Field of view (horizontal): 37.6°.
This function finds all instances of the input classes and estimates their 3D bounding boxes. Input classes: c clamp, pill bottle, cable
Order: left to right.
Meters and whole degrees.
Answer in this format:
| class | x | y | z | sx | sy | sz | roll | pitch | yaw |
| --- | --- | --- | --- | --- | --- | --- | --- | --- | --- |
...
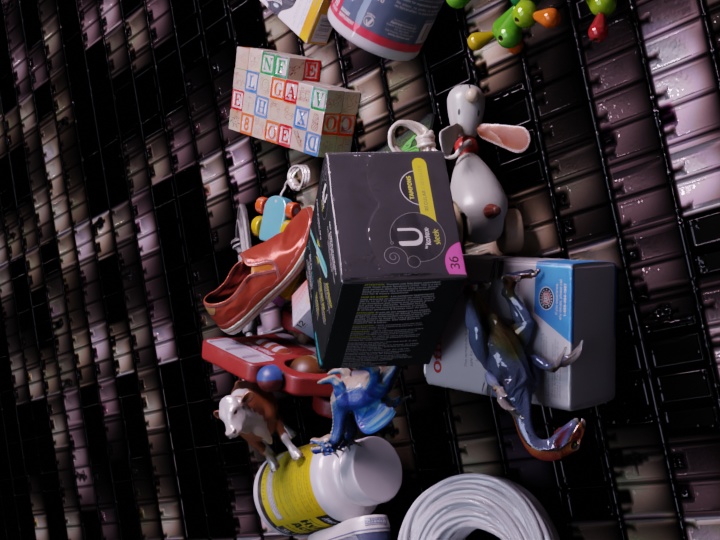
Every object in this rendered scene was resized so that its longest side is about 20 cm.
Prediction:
| class | x | y | z | sx | sy | sz | roll | pitch | yaw |
| --- | --- | --- | --- | --- | --- | --- | --- | --- | --- |
| c clamp | -0.163 | 0.014 | 1.495 | 0.171 | 0.027 | 0.201 | 116 | 149 | -72 |
| pill bottle | -0.041 | 0.273 | 1.361 | 0.200 | 0.111 | 0.112 | -27 | 73 | 46 |
| pill bottle | 0.052 | -0.353 | 1.199 | 0.120 | 0.119 | 0.201 | 49 | 126 | 33 |
| cable | 0.135 | 0.328 | 1.180 | 0.200 | 0.069 | 0.200 | -49 | 59 | 18 |

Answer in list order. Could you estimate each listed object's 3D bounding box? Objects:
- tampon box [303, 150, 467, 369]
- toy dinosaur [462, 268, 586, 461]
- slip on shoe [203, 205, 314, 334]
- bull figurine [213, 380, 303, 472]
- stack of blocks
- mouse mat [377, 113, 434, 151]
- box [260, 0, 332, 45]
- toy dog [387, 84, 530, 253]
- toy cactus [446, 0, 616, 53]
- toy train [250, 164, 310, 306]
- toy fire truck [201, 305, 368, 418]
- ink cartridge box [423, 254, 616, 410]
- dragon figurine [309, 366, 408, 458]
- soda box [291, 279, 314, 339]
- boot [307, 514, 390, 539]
| class | x | y | z | sx | sy | sz | roll | pitch | yaw |
| --- | --- | --- | --- | --- | --- | --- | --- | --- | --- |
| tampon box | 0.020 | -0.006 | 1.094 | 0.200 | 0.126 | 0.151 | 107 | 158 | -59 |
| toy dinosaur | 0.160 | 0.093 | 1.056 | 0.200 | 0.104 | 0.182 | -159 | 58 | -79 |
| slip on shoe | -0.122 | -0.007 | 1.350 | 0.200 | 0.061 | 0.074 | -47 | 29 | 3 |
| bull figurine | -0.132 | 0.193 | 1.359 | 0.065 | 0.200 | 0.122 | -34 | 97 | 1 |
| stack of blocks | -0.090 | -0.226 | 1.409 | 0.200 | 0.058 | 0.116 | 23 | 110 | 44 |
| mouse mat | 0.013 | -0.092 | 1.280 | 0.200 | 0.008 | 0.162 | -30 | 36 | 44 |
| box | -0.091 | -0.401 | 1.410 | 0.200 | 0.041 | 0.119 | 49 | 127 | 36 |
| toy dog | 0.125 | -0.112 | 1.147 | 0.201 | 0.131 | 0.096 | 65 | 164 | 9 |
| toy cactus | 0.186 | -0.303 | 1.094 | 0.200 | 0.102 | 0.166 | 15 | 86 | 48 |
| toy train | -0.069 | -0.033 | 1.412 | 0.150 | 0.056 | 0.201 | -35 | 62 | 27 |
| toy fire truck | -0.087 | 0.123 | 1.356 | 0.200 | 0.167 | 0.113 | 21 | 109 | 45 |
| ink cartridge box | 0.167 | 0.059 | 1.133 | 0.199 | 0.086 | 0.147 | 5 | 97 | 48 |
| dragon figurine | 0.016 | 0.150 | 1.236 | 0.199 | 0.059 | 0.100 | -27 | 95 | 25 |
| soda box | 0.000 | 0.000 | 1.276 | 0.200 | 0.063 | 0.069 | -47 | 26 | 22 |
| boot | -0.015 | 0.370 | 1.335 | 0.200 | 0.072 | 0.091 | 130 | 137 | -61 |
